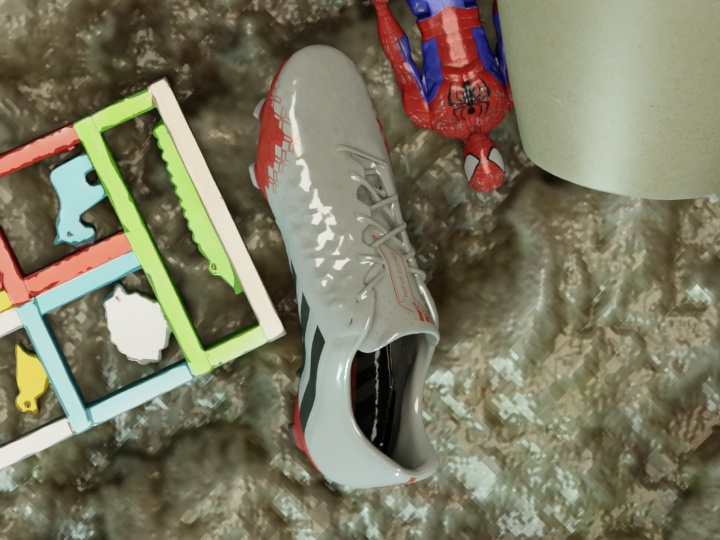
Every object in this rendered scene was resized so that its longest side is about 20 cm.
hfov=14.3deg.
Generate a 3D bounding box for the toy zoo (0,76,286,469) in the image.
[{"bbox_3d":[-0.150,0.013,1.310,0.199,0.020,0.132,-25,97,0],"label":"toy zoo"}]

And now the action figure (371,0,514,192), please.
[{"bbox_3d":[0.034,-0.132,1.291,0.065,0.052,0.201,-15,99,-4],"label":"action figure"}]

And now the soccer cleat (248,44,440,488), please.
[{"bbox_3d":[0.000,0.000,1.276,0.068,0.085,0.201,-10,101,-33],"label":"soccer cleat"}]

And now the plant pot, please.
[{"bbox_3d":[0.132,-0.139,1.240,0.187,0.187,0.201,7,110,-3],"label":"plant pot"}]
